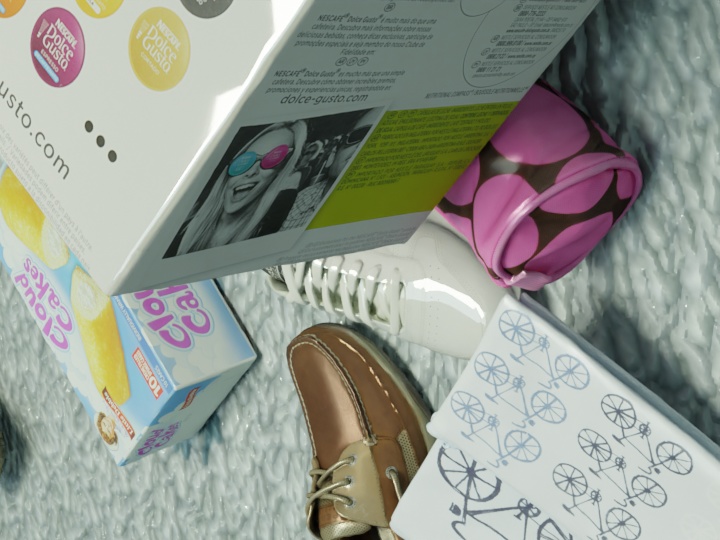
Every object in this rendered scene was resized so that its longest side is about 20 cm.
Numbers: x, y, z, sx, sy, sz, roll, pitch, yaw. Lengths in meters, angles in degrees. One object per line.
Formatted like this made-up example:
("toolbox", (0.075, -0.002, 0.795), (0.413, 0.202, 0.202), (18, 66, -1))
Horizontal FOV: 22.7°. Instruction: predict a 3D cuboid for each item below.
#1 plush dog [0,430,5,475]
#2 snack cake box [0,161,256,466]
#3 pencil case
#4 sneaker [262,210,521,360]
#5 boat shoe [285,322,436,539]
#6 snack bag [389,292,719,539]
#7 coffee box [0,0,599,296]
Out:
("plush dog", (-0.341, 0.106, 1.387), (0.172, 0.160, 0.200), (50, 169, 2))
("snack cake box", (-0.159, 0.009, 1.146), (0.200, 0.067, 0.115), (58, 140, 15))
("pencil case", (0.036, -0.074, 0.854), (0.200, 0.091, 0.094), (45, 105, 30))
("sneaker", (0.000, 0.000, 0.937), (0.200, 0.080, 0.077), (28, 125, 39))
("boat shoe", (0.007, 0.124, 0.991), (0.076, 0.072, 0.201), (-38, 77, 51))
("snack bag", (0.107, 0.128, 0.875), (0.188, 0.021, 0.200), (39, 136, 11))
("coffee box", (-0.042, -0.137, 0.730), (0.200, 0.200, 0.198), (51, 122, 21))
